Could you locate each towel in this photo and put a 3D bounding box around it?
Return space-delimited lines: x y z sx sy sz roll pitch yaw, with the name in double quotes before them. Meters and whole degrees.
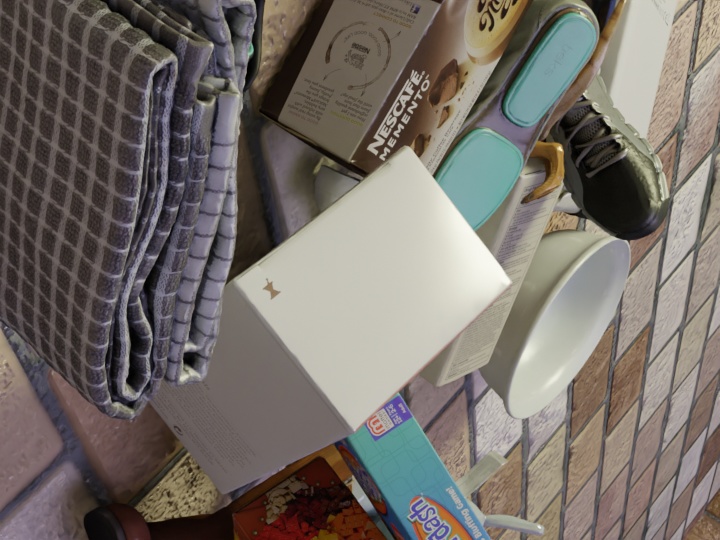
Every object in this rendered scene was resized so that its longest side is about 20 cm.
"towel" -0.131 -0.055 0.592 0.085 0.165 0.200 -24 138 -40

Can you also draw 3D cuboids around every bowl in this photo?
"bowl" 0.168 0.036 1.294 0.201 0.090 0.201 -41 150 -30

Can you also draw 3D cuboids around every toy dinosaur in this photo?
"toy dinosaur" 0.121 -0.108 0.966 0.200 0.106 0.060 -26 176 30

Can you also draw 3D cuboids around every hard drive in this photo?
"hard drive" 0.239 -0.194 1.168 0.132 0.025 0.201 23 80 -64

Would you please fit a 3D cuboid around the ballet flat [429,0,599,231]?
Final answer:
"ballet flat" 0.092 -0.104 0.933 0.067 0.064 0.200 32 95 -32

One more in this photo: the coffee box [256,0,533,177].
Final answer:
"coffee box" 0.035 -0.156 0.862 0.200 0.080 0.113 -59 154 2

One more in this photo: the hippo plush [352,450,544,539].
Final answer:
"hippo plush" 0.025 0.230 1.248 0.200 0.160 0.161 -27 174 -24

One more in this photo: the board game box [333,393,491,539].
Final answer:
"board game box" 0.047 0.168 0.870 0.045 0.200 0.152 -32 -178 -8

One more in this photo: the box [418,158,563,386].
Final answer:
"box" 0.091 -0.013 1.118 0.095 0.078 0.200 -15 131 -55

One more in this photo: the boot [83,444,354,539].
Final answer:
"boot" -0.087 0.177 0.956 0.200 0.069 0.188 -26 146 -14

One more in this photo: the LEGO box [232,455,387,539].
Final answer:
"LEGO box" -0.017 0.245 0.945 0.077 0.149 0.200 -31 154 -21

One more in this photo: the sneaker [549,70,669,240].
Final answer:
"sneaker" 0.159 -0.116 1.029 0.075 0.200 0.115 -35 151 22

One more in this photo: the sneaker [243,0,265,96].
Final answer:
"sneaker" -0.102 -0.099 0.688 0.075 0.079 0.200 -14 132 -55

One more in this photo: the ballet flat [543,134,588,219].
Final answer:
"ballet flat" 0.172 -0.099 1.193 0.068 0.068 0.200 -40 140 -13

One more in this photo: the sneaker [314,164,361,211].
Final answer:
"sneaker" 0.000 0.000 0.981 0.116 0.074 0.200 -60 155 -2

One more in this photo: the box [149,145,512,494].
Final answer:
"box" -0.031 0.037 0.828 0.152 0.106 0.200 -39 -177 -32

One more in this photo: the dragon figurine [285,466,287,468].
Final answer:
"dragon figurine" -0.027 0.123 1.072 0.200 0.059 0.100 4 124 -53
